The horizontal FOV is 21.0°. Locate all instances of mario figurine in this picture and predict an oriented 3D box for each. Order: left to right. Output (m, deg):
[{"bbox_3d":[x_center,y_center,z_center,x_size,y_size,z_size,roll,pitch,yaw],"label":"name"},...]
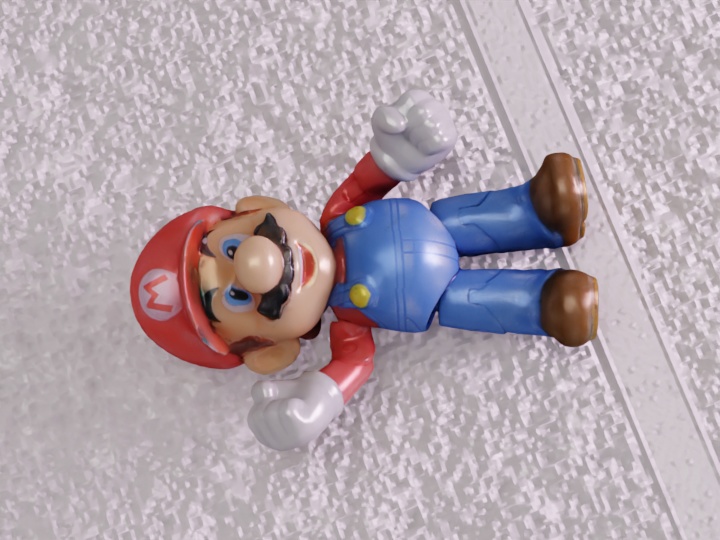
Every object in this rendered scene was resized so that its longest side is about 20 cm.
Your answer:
[{"bbox_3d":[0.000,0.000,0.823,0.198,0.107,0.124,-7,41,1],"label":"mario figurine"}]
